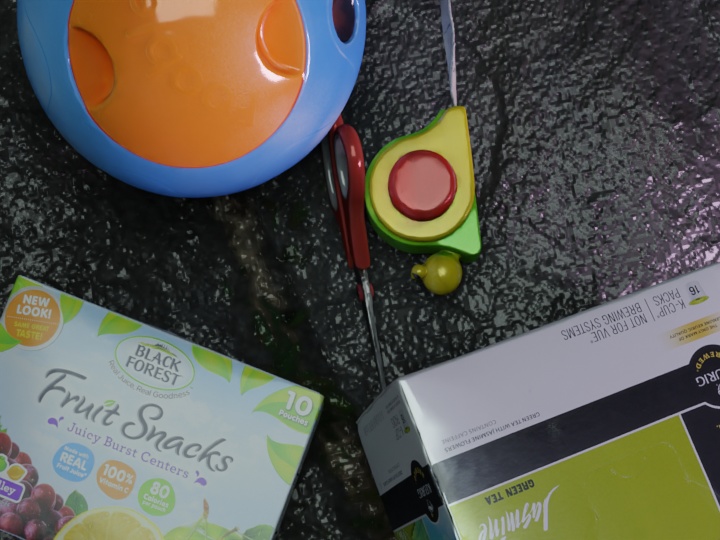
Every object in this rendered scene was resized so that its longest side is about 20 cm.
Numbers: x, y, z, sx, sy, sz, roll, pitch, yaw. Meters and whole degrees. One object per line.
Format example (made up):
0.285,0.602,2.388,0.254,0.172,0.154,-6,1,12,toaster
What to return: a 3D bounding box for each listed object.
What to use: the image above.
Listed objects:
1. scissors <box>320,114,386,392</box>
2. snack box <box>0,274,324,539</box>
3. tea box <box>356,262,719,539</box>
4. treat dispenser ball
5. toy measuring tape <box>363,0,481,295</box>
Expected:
0.000,0.000,0.859,0.014,0.073,0.203,-13,104,-14,scissors
-0.136,0.106,0.826,0.198,0.053,0.144,20,79,4,snack box
0.129,0.131,0.759,0.198,0.134,0.199,-18,77,-15,tea box
-0.095,-0.144,0.797,0.198,0.201,0.204,0,80,0,treat dispenser ball
0.031,-0.084,0.852,0.072,0.074,0.203,-6,80,-1,toy measuring tape
